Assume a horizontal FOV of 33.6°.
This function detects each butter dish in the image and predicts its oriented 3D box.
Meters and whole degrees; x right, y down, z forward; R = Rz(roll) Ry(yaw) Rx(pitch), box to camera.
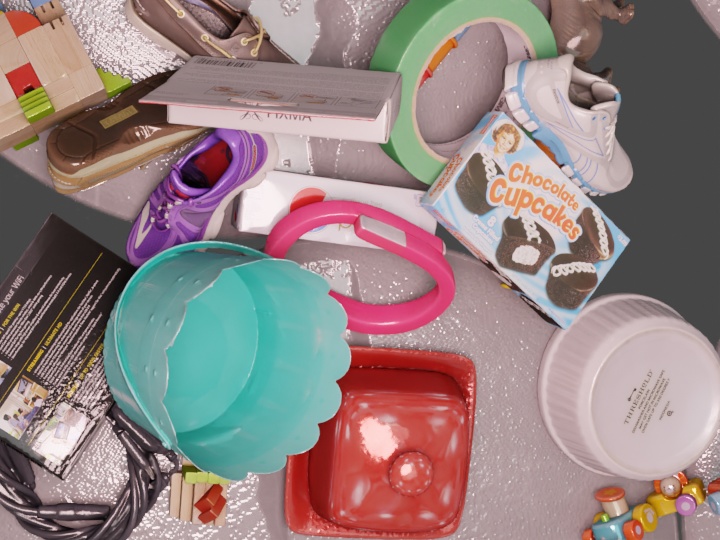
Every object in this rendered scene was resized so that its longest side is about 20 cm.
[{"bbox_3d":[0.034,0.186,1.188,0.197,0.148,0.203,4,95,-14],"label":"butter dish"}]

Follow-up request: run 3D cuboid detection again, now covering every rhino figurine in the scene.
[{"bbox_3d":[0.233,-0.272,1.227,0.086,0.060,0.203,8,92,-9],"label":"rhino figurine"}]

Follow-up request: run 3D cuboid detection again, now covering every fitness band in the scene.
[{"bbox_3d":[0.000,0.000,1.165,0.199,0.038,0.143,25,135,-30],"label":"fitness band"}]

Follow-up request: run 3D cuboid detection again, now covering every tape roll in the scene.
[{"bbox_3d":[0.101,-0.181,1.168,0.199,0.048,0.202,-16,125,-25],"label":"tape roll"}]

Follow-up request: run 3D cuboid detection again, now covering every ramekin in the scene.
[{"bbox_3d":[0.296,0.130,1.271,0.200,0.094,0.205,-2,97,-13],"label":"ramekin"}]

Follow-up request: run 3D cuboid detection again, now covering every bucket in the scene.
[{"bbox_3d":[-0.126,0.076,1.082,0.206,0.134,0.210,-8,102,-40],"label":"bucket"}]

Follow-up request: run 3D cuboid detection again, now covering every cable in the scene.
[{"bbox_3d":[-0.288,0.178,1.167,0.200,0.051,0.163,44,93,-11],"label":"cable"}]

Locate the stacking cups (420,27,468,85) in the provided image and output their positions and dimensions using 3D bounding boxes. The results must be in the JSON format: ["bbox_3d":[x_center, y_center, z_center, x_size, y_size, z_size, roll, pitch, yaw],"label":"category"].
[{"bbox_3d":[0.089,-0.256,1.196,0.060,0.061,0.201,38,93,-14],"label":"stacking cups"}]

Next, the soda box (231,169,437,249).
[{"bbox_3d":[-0.025,-0.060,1.186,0.198,0.068,0.064,8,95,-14],"label":"soda box"}]

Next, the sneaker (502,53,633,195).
[{"bbox_3d":[0.225,-0.141,1.164,0.199,0.086,0.076,35,53,-39],"label":"sneaker"}]

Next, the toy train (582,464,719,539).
[{"bbox_3d":[0.327,0.243,1.269,0.198,0.150,0.056,-20,85,-6],"label":"toy train"}]

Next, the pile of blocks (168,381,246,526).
[{"bbox_3d":[-0.132,0.168,1.190,0.082,0.062,0.202,28,89,-15],"label":"pile of blocks"}]

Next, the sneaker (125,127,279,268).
[{"bbox_3d":[-0.165,-0.073,1.113,0.081,0.083,0.200,50,117,14],"label":"sneaker"}]

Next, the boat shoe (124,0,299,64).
[{"bbox_3d":[-0.127,-0.220,1.136,0.199,0.060,0.072,32,48,-13],"label":"boat shoe"}]

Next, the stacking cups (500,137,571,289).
[{"bbox_3d":[0.193,-0.076,1.239,0.060,0.060,0.203,9,95,-14],"label":"stacking cups"}]

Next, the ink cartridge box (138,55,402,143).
[{"bbox_3d":[-0.072,-0.140,1.030,0.197,0.176,0.045,6,113,7],"label":"ink cartridge box"}]

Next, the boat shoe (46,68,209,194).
[{"bbox_3d":[-0.209,-0.131,1.138,0.199,0.076,0.072,-25,66,-26],"label":"boat shoe"}]

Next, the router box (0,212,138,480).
[{"bbox_3d":[-0.282,0.070,1.115,0.148,0.051,0.201,34,74,-5],"label":"router box"}]

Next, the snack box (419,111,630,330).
[{"bbox_3d":[0.165,-0.048,1.180,0.200,0.037,0.117,41,82,-21],"label":"snack box"}]

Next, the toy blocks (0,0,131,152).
[{"bbox_3d":[-0.331,-0.190,1.095,0.199,0.100,0.138,-28,90,-9],"label":"toy blocks"}]
